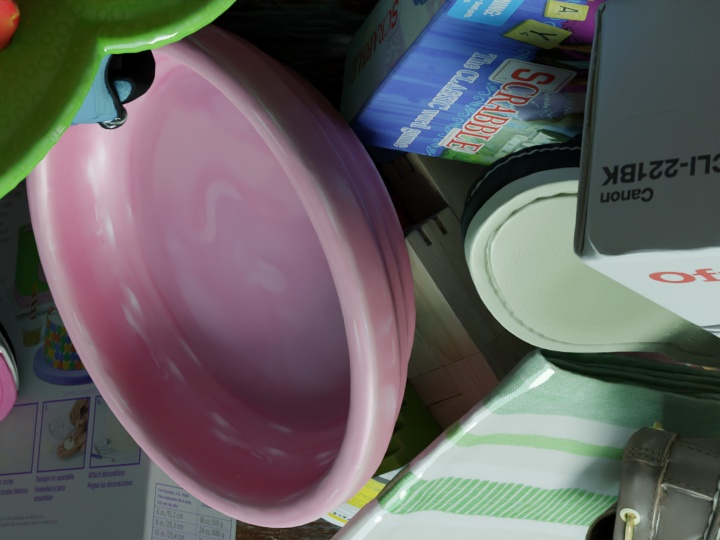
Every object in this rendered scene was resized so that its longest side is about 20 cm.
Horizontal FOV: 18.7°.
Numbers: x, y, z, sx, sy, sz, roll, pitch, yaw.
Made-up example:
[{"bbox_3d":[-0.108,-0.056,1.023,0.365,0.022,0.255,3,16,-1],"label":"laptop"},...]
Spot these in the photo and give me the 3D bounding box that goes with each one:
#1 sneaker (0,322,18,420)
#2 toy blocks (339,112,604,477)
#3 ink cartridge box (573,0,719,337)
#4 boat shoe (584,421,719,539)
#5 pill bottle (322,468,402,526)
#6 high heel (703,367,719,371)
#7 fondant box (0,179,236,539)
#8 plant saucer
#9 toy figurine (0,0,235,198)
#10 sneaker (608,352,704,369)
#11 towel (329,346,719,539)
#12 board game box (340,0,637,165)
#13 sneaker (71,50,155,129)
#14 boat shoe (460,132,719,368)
[{"bbox_3d":[-0.223,-0.010,0.928,0.200,0.074,0.088,39,-164,-20],"label":"sneaker"},{"bbox_3d":[0.000,0.000,0.872,0.100,0.137,0.200,-36,-175,-34],"label":"toy blocks"},{"bbox_3d":[0.175,-0.020,0.662,0.144,0.084,0.200,-5,163,35],"label":"ink cartridge box"},{"bbox_3d":[0.114,0.109,0.829,0.059,0.072,0.200,20,158,6],"label":"boat shoe"},{"bbox_3d":[0.017,0.064,1.066,0.114,0.115,0.200,7,164,-6],"label":"pill bottle"},{"bbox_3d":[0.126,0.013,0.987,0.142,0.072,0.200,5,168,4],"label":"high heel"},{"bbox_3d":[-0.118,0.052,0.960,0.144,0.201,0.058,-9,163,41],"label":"fondant box"},{"bbox_3d":[-0.048,-0.004,0.818,0.051,0.201,0.200,-26,-175,-35],"label":"plant saucer"},{"bbox_3d":[-0.136,-0.115,0.547,0.199,0.151,0.184,-18,152,4],"label":"toy figurine"},{"bbox_3d":[0.112,0.031,0.934,0.104,0.201,0.075,-10,-149,-31],"label":"sneaker"},{"bbox_3d":[0.058,0.102,0.857,0.152,0.023,0.200,10,135,-43],"label":"towel"},{"bbox_3d":[0.112,-0.074,0.727,0.199,0.041,0.200,8,165,-12],"label":"board game box"},{"bbox_3d":[-0.116,-0.059,0.748,0.090,0.079,0.200,6,153,-26],"label":"sneaker"},{"bbox_3d":[0.091,-0.017,0.742,0.199,0.066,0.075,10,134,-46],"label":"boat shoe"}]
